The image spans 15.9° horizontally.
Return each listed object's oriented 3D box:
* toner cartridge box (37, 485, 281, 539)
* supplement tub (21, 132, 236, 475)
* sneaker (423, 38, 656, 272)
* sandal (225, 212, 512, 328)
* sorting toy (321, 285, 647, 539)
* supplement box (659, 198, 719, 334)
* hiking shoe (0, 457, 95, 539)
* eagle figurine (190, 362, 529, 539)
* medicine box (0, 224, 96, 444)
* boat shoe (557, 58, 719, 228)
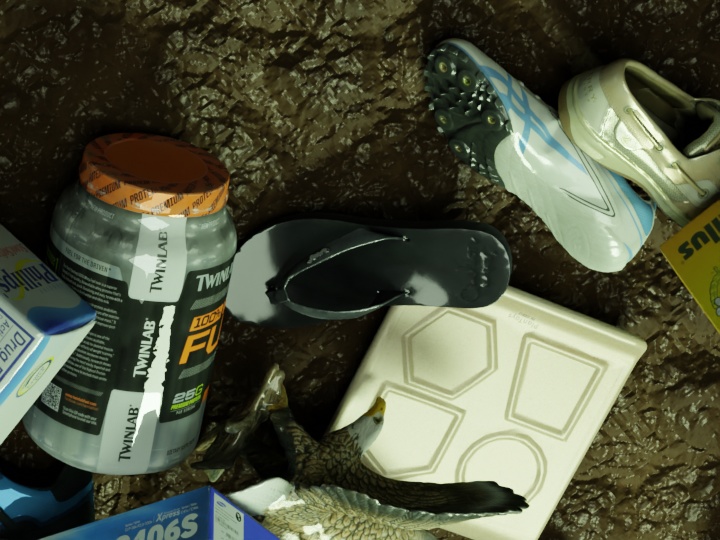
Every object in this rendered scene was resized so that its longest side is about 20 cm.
[{"bbox_3d":[-0.154,0.204,1.691,0.199,0.043,0.095,-19,139,26],"label":"toner cartridge box"},{"bbox_3d":[-0.149,0.021,1.672,0.122,0.123,0.201,6,115,-14],"label":"supplement tub"},{"bbox_3d":[0.119,-0.085,1.717,0.200,0.072,0.073,45,55,-17],"label":"sneaker"},{"bbox_3d":[0.000,-0.001,1.714,0.198,0.043,0.077,-7,110,11],"label":"sandal"},{"bbox_3d":[0.079,0.095,1.809,0.184,0.037,0.201,21,114,-19],"label":"sorting toy"},{"bbox_3d":[0.304,0.027,1.737,0.109,0.110,0.200,-39,143,8],"label":"supplement box"},{"bbox_3d":[-0.276,0.159,1.751,0.198,0.074,0.087,2,100,-18],"label":"hiking shoe"},{"bbox_3d":[-0.006,0.152,1.732,0.200,0.152,0.151,40,90,-4],"label":"eagle figurine"},{"bbox_3d":[-0.301,0.036,1.595,0.200,0.103,0.182,42,105,5],"label":"medicine box"},{"bbox_3d":[0.222,-0.080,1.713,0.199,0.073,0.065,30,141,-30],"label":"boat shoe"}]
